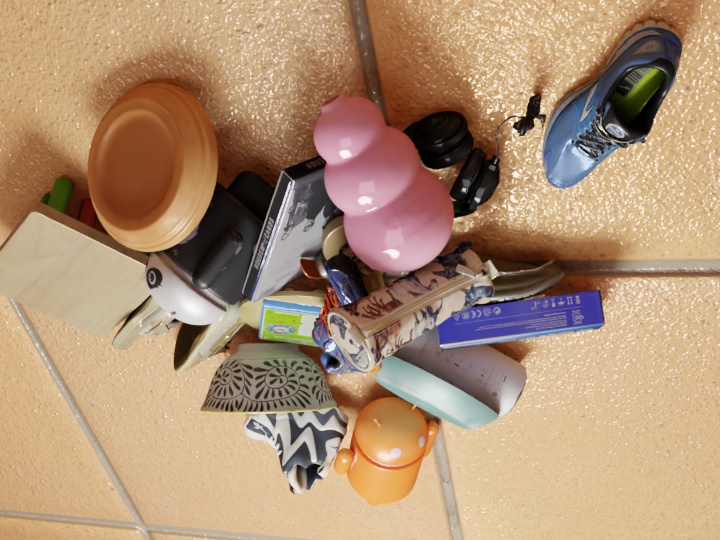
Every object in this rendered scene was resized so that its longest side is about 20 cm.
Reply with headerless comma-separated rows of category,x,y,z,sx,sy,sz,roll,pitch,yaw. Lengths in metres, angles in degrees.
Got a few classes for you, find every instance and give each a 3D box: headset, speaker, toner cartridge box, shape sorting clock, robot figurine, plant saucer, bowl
headset,0.118,-0.134,0.948,0.124,0.094,0.199,45,143,-19
speaker,0.124,0.118,1.140,0.198,0.082,0.081,29,132,-9
toner cartridge box,0.197,0.063,1.039,0.197,0.044,0.095,-9,170,11
shape sorting clock,-0.066,0.063,1.133,0.197,0.040,0.201,4,155,2
robot figurine,0.038,0.274,1.273,0.142,0.117,0.202,15,132,5
plant saucer,0.092,0.169,1.144,0.198,0.036,0.200,28,171,5
bowl,-0.133,0.153,1.215,0.198,0.096,0.201,-1,175,0
plant saucer,-0.256,-0.124,0.993,0.198,0.037,0.203,-1,87,29
robot figurine,-0.179,-0.029,1.041,0.124,0.201,0.150,39,178,22

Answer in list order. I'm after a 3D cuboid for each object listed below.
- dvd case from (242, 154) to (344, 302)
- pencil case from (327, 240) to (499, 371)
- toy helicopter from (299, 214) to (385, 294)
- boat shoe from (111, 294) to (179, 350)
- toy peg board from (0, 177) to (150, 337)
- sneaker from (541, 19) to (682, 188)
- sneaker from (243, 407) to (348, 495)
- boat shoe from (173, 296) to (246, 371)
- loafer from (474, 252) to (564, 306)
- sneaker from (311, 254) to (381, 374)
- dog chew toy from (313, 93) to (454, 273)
dvd case,-0.060,-0.060,1.004,0.025,0.150,0.201,43,135,19
pencil case,0.058,0.039,0.932,0.078,0.199,0.090,58,153,11
toy helicopter,0.000,0.000,1.072,0.131,0.080,0.201,-17,142,3
boat shoe,-0.298,0.067,1.232,0.065,0.072,0.200,39,124,-16
toy peg board,-0.398,-0.024,1.184,0.198,0.099,0.199,29,134,-30
sneaker,0.250,-0.157,0.860,0.078,0.090,0.201,27,132,-6
sneaker,-0.115,0.282,1.301,0.197,0.131,0.080,-5,144,28
boat shoe,-0.218,0.095,1.229,0.066,0.075,0.200,13,145,-29
loafer,0.152,0.008,1.038,0.197,0.075,0.071,-10,83,5
sneaker,-0.023,0.065,1.014,0.077,0.076,0.202,-16,133,-7
dog chew toy,0.018,-0.097,0.899,0.123,0.125,0.201,-18,117,29
